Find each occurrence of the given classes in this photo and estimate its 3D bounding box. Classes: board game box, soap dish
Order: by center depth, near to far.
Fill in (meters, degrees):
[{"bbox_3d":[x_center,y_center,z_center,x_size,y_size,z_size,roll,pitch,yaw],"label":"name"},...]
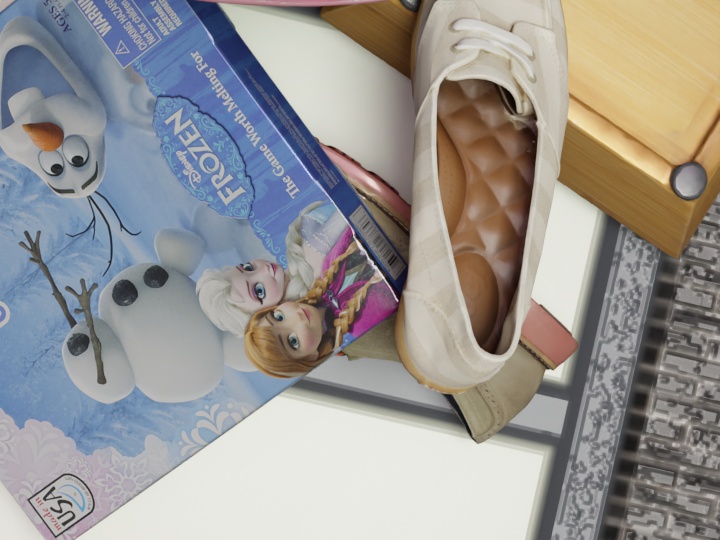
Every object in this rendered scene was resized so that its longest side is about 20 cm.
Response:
[{"bbox_3d":[-0.112,-0.015,0.992,0.199,0.043,0.200,-36,94,17],"label":"board game box"},{"bbox_3d":[0.106,-0.125,1.030,0.200,0.081,0.158,33,86,-6],"label":"soap dish"}]

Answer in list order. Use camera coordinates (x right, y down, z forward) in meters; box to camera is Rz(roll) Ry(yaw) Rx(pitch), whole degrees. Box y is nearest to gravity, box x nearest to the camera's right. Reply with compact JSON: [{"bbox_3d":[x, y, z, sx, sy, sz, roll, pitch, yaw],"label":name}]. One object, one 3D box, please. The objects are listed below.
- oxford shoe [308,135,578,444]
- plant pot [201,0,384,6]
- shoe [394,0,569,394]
[{"bbox_3d":[0.000,0.000,1.024,0.200,0.070,0.075,37,89,-5],"label":"oxford shoe"},{"bbox_3d":[-0.037,-0.217,0.894,0.199,0.200,0.180,1,116,-6],"label":"plant pot"},{"bbox_3d":[0.055,-0.050,0.947,0.070,0.053,0.201,8,79,-12],"label":"shoe"}]
